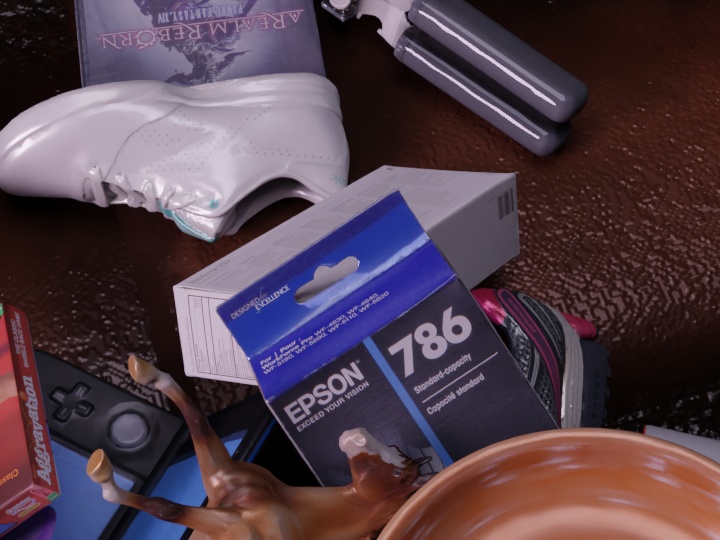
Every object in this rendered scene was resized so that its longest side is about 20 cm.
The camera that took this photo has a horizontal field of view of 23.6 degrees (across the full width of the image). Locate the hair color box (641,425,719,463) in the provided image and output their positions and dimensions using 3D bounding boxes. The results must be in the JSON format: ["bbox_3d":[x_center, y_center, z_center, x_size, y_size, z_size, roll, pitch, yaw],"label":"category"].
[{"bbox_3d":[0.222,0.148,0.818,0.200,0.061,0.102,12,58,9],"label":"hair color box"}]

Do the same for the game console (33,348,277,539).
[{"bbox_3d":[-0.149,0.121,0.804,0.170,0.118,0.200,24,60,14],"label":"game console"}]

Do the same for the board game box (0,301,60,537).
[{"bbox_3d":[-0.224,0.109,0.800,0.200,0.019,0.103,-35,52,19],"label":"board game box"}]

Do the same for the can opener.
[{"bbox_3d":[0.050,-0.144,1.006,0.200,0.053,0.066,40,46,20],"label":"can opener"}]

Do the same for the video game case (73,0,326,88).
[{"bbox_3d":[-0.103,-0.172,1.050,0.142,0.019,0.200,-8,57,-5],"label":"video game case"}]

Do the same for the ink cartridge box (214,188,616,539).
[{"bbox_3d":[0.031,0.074,0.735,0.099,0.039,0.200,-34,95,1],"label":"ink cartridge box"}]

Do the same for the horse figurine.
[{"bbox_3d":[-0.073,0.130,0.684,0.200,0.132,0.050,-59,31,-4],"label":"horse figurine"}]

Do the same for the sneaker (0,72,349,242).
[{"bbox_3d":[-0.103,-0.053,0.948,0.199,0.075,0.089,-9,69,-7],"label":"sneaker"}]

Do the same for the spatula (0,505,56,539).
[{"bbox_3d":[-0.213,0.116,0.818,0.200,0.021,0.057,13,60,39],"label":"spatula"}]

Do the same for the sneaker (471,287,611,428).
[{"bbox_3d":[0.068,0.104,0.821,0.075,0.081,0.200,25,52,-33],"label":"sneaker"}]

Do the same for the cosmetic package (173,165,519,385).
[{"bbox_3d":[0.000,0.000,0.854,0.082,0.051,0.200,8,23,30],"label":"cosmetic package"}]

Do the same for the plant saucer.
[{"bbox_3d":[0.092,0.159,0.669,0.200,0.037,0.201,1,61,-1],"label":"plant saucer"}]
